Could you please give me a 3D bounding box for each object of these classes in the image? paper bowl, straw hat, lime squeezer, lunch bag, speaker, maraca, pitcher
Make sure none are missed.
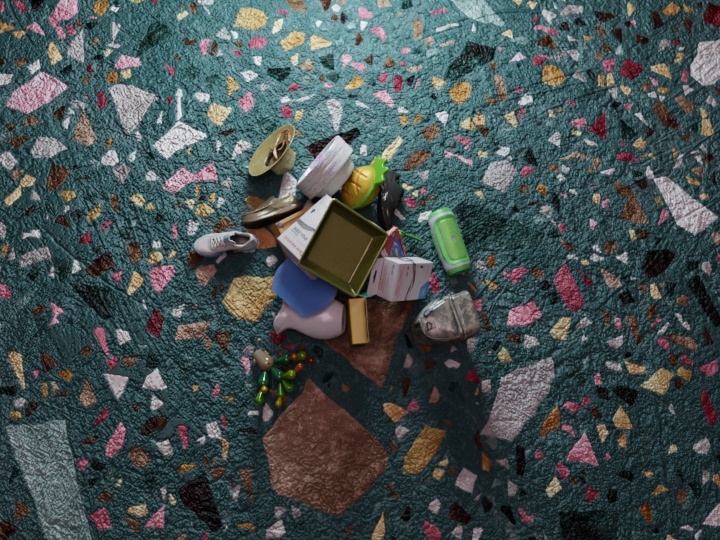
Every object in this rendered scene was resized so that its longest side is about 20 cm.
[{"bbox_3d":[-0.097,-0.300,1.603,0.104,0.200,0.202,40,78,-16],"label":"paper bowl"},{"bbox_3d":[-0.252,-0.352,1.656,0.085,0.200,0.203,40,74,-39],"label":"straw hat"},{"bbox_3d":[0.113,-0.094,1.589,0.198,0.038,0.071,-22,77,-38],"label":"lime squeezer"},{"bbox_3d":[0.237,0.152,1.527,0.165,0.200,0.141,-18,79,-9],"label":"lunch bag"},{"bbox_3d":[0.276,-0.088,1.639,0.087,0.089,0.203,-17,80,-7],"label":"speaker"},{"bbox_3d":[0.015,-0.267,1.621,0.106,0.199,0.139,25,42,-35],"label":"maraca"},{"bbox_3d":[-0.142,0.115,1.560,0.197,0.122,0.174,3,64,8],"label":"pitcher"}]

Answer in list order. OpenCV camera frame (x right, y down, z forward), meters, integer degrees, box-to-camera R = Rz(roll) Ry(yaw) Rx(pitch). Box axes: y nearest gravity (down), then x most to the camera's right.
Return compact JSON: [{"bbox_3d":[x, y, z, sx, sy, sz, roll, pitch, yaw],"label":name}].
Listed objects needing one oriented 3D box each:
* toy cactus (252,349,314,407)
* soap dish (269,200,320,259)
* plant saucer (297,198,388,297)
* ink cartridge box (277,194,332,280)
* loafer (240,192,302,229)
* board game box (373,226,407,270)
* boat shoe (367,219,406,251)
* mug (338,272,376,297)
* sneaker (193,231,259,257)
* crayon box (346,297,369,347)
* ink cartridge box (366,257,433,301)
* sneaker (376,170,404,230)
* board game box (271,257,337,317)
[{"bbox_3d":[-0.244,0.293,1.532,0.164,0.102,0.200,38,80,24],"label":"toy cactus"},{"bbox_3d":[-0.157,-0.116,1.617,0.198,0.081,0.159,-28,81,-10],"label":"soap dish"},{"bbox_3d":[-0.050,-0.061,1.432,0.198,0.048,0.202,30,86,-24],"label":"plant saucer"},{"bbox_3d":[-0.116,-0.096,1.510,0.200,0.083,0.146,-43,62,-12],"label":"ink cartridge box"},{"bbox_3d":[-0.281,-0.186,1.631,0.198,0.076,0.068,-20,79,-18],"label":"loafer"},{"bbox_3d":[0.097,-0.020,1.564,0.103,0.202,0.019,-41,41,-24],"label":"board game box"},{"bbox_3d":[0.046,-0.092,1.629,0.198,0.074,0.070,32,72,2],"label":"boat shoe"},{"bbox_3d":[-0.006,0.008,1.579,0.184,0.114,0.154,31,71,-39],"label":"mug"},{"bbox_3d":[-0.409,-0.090,1.593,0.197,0.087,0.076,-8,80,-4],"label":"sneaker"},{"bbox_3d":[-0.008,0.149,1.508,0.050,0.200,0.129,-4,79,-5],"label":"crayon box"},{"bbox_3d":[0.117,0.025,1.539,0.198,0.066,0.118,-2,108,-45],"label":"ink cartridge box"},{"bbox_3d":[0.096,-0.226,1.665,0.089,0.076,0.203,0,81,-12],"label":"sneaker"},{"bbox_3d":[-0.155,0.044,1.528,0.199,0.039,0.158,38,77,22],"label":"board game box"}]
